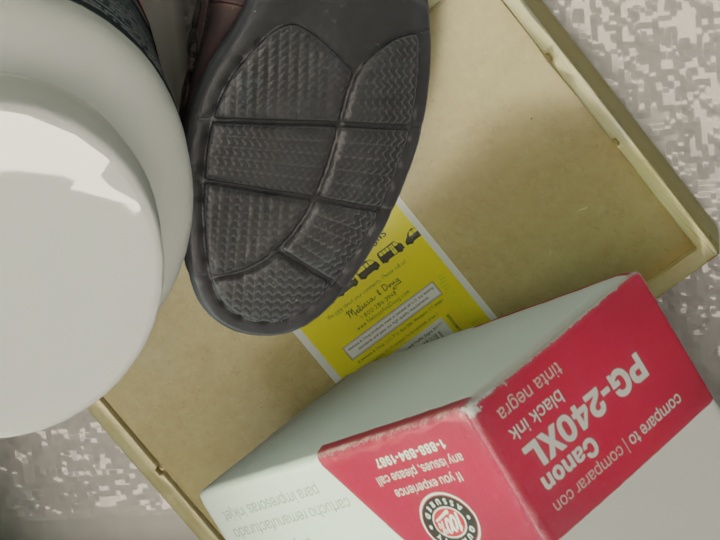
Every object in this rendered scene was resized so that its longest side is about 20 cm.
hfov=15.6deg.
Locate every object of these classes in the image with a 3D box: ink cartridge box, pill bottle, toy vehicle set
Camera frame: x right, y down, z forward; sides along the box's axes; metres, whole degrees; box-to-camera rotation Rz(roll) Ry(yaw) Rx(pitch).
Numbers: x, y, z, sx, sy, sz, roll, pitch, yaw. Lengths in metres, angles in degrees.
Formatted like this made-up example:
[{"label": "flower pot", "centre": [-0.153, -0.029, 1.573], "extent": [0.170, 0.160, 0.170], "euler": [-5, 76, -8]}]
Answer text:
[{"label": "ink cartridge box", "centre": [0.065, 0.118, 0.785], "extent": [0.145, 0.083, 0.201], "euler": [-23, 101, 52]}, {"label": "pill bottle", "centre": [-0.109, -0.031, 0.754], "extent": [0.119, 0.200, 0.120], "euler": [-3, 108, -8]}, {"label": "toy vehicle set", "centre": [0.000, 0.000, 0.855], "extent": [0.200, 0.027, 0.124], "euler": [-36, 102, 15]}]

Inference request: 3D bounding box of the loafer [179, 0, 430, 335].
[{"label": "loafer", "centre": [-0.017, -0.083, 0.798], "extent": [0.071, 0.063, 0.201], "euler": [7, 101, -18]}]
